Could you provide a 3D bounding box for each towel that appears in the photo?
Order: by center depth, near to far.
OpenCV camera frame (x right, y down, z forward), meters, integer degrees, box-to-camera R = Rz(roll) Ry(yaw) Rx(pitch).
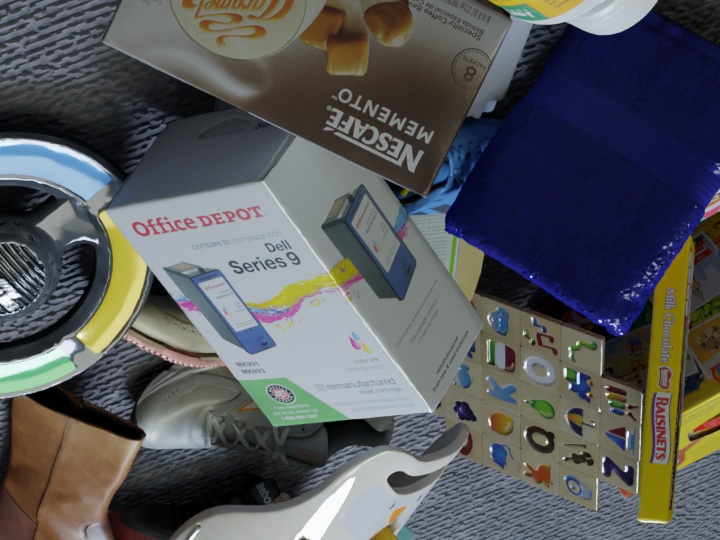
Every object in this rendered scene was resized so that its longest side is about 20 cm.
[{"bbox_3d":[0.165,-0.072,1.388,0.200,0.147,0.050,-56,164,-4],"label":"towel"}]

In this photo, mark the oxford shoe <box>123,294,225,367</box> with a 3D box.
[{"bbox_3d":[-0.101,0.026,1.473,0.200,0.071,0.074,12,107,-42],"label":"oxford shoe"}]

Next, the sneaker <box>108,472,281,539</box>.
[{"bbox_3d":[-0.110,0.199,1.652,0.200,0.071,0.098,12,121,-33],"label":"sneaker"}]

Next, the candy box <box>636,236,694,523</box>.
[{"bbox_3d":[0.216,0.076,1.503,0.026,0.201,0.102,5,176,9],"label":"candy box"}]

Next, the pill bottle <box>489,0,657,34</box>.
[{"bbox_3d":[0.094,-0.212,1.253,0.200,0.113,0.113,21,123,-44],"label":"pill bottle"}]

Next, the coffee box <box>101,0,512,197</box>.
[{"bbox_3d":[-0.029,-0.138,1.194,0.200,0.080,0.115,26,100,-7],"label":"coffee box"}]

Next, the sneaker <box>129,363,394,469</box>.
[{"bbox_3d":[-0.067,0.107,1.549,0.199,0.092,0.076,-11,139,-18],"label":"sneaker"}]

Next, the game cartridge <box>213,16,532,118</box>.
[{"bbox_3d":[0.013,-0.150,1.344,0.199,0.041,0.133,-5,141,-25],"label":"game cartridge"}]

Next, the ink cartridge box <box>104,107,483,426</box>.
[{"bbox_3d":[-0.040,-0.003,1.327,0.145,0.088,0.200,-8,127,41],"label":"ink cartridge box"}]

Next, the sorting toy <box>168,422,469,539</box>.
[{"bbox_3d":[-0.006,0.173,1.530,0.180,0.107,0.200,-46,161,27],"label":"sorting toy"}]

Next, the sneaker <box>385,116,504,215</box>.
[{"bbox_3d":[0.045,-0.064,1.403,0.200,0.078,0.066,-7,103,-35],"label":"sneaker"}]

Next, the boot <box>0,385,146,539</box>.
[{"bbox_3d":[-0.180,0.175,1.528,0.068,0.188,0.200,-44,163,-48],"label":"boot"}]

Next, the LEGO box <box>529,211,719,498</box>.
[{"bbox_3d":[0.250,0.056,1.622,0.200,0.149,0.077,-28,142,3],"label":"LEGO box"}]

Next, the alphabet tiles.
[{"bbox_3d":[0.119,0.092,1.565,0.006,0.200,0.167,-44,143,-40],"label":"alphabet tiles"}]

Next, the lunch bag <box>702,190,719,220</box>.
[{"bbox_3d":[0.211,-0.067,1.492,0.200,0.082,0.176,-28,165,2],"label":"lunch bag"}]

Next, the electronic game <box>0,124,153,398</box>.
[{"bbox_3d":[-0.228,-0.002,1.342,0.199,0.042,0.200,-9,126,-13],"label":"electronic game"}]

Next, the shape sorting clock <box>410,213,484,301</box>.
[{"bbox_3d":[0.000,0.000,1.471,0.200,0.039,0.201,-13,116,-29],"label":"shape sorting clock"}]
